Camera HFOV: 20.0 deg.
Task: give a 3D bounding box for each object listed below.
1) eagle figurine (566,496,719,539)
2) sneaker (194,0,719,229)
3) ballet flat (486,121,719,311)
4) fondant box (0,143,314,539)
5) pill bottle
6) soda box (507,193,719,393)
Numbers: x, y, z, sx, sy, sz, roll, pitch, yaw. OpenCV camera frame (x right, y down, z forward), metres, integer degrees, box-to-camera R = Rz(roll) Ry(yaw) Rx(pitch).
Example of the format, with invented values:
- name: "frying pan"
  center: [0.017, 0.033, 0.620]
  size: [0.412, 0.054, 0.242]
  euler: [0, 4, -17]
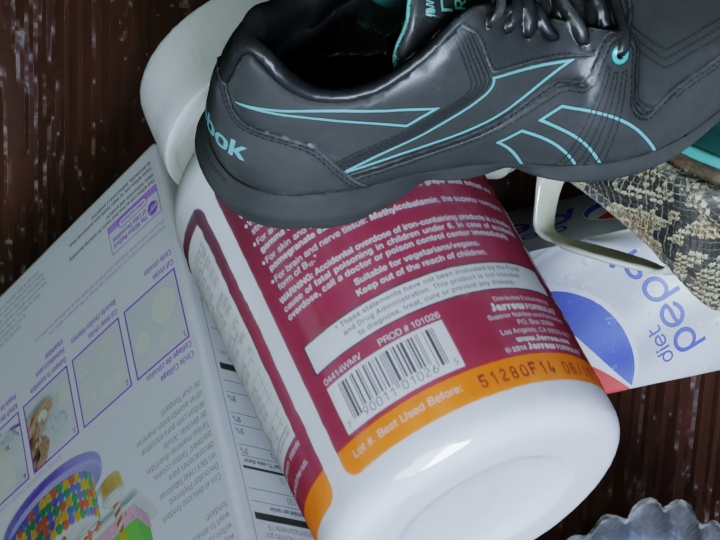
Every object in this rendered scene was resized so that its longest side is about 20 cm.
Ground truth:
- name: "eagle figurine"
  center: [0.063, 0.177, 0.759]
  size: [0.150, 0.151, 0.202]
  euler: [13, 81, -7]
- name: "sneaker"
  center: [0.045, -0.068, 0.640]
  size: [0.198, 0.080, 0.076]
  euler: [-18, 61, -11]
- name: "ballet flat"
  center: [0.071, -0.049, 0.734]
  size: [0.200, 0.067, 0.076]
  euler: [40, 128, 36]
- name: "fondant box"
  center: [-0.082, 0.076, 0.774]
  size: [0.058, 0.201, 0.144]
  euler: [19, 133, -40]
- name: "pill bottle"
  center: [0.000, 0.000, 0.709]
  size: [0.109, 0.109, 0.201]
  euler: [-38, 60, 21]
- name: "soda box"
  center: [0.075, 0.012, 0.791]
  size: [0.198, 0.068, 0.064]
  euler: [-13, 105, 15]
